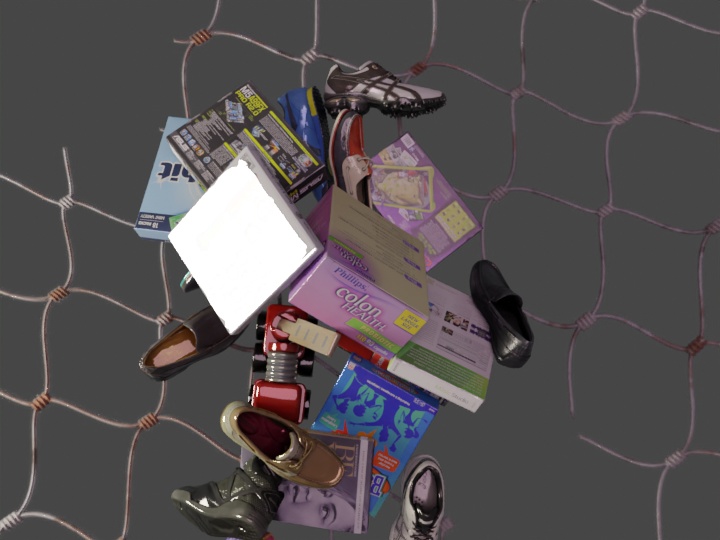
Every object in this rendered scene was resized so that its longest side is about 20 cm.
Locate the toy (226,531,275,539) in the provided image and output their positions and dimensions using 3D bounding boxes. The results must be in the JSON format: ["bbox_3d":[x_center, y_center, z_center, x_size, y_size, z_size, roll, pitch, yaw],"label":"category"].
[{"bbox_3d":[-0.140,0.409,1.281,0.199,0.115,0.047,12,86,-2],"label":"toy"}]

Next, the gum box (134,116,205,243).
[{"bbox_3d":[-0.237,-0.135,1.353,0.169,0.045,0.201,8,68,10],"label":"gum box"}]

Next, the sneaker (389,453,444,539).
[{"bbox_3d":[0.086,0.378,1.315,0.075,0.088,0.201,3,83,-5],"label":"sneaker"}]

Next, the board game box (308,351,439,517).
[{"bbox_3d":[0.005,0.246,1.316,0.152,0.045,0.201,28,104,1],"label":"board game box"}]

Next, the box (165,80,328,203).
[{"bbox_3d":[-0.170,-0.167,1.312,0.160,0.044,0.200,-37,69,-11],"label":"box"}]

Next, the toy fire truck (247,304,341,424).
[{"bbox_3d":[-0.099,0.136,1.281,0.128,0.200,0.177,6,81,-2],"label":"toy fire truck"}]

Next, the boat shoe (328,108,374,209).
[{"bbox_3d":[-0.008,-0.147,1.362,0.062,0.071,0.201,12,109,32],"label":"boat shoe"}]

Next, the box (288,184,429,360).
[{"bbox_3d":[0.000,0.000,1.279,0.176,0.200,0.097,31,118,-19],"label":"box"}]

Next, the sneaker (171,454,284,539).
[{"bbox_3d":[-0.187,0.328,1.291,0.114,0.199,0.076,-50,120,-40],"label":"sneaker"}]

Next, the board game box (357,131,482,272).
[{"bbox_3d":[0.090,-0.109,1.414,0.120,0.032,0.200,-36,85,-10],"label":"board game box"}]

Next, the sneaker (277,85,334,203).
[{"bbox_3d":[-0.086,-0.191,1.404,0.078,0.066,0.201,-13,85,14],"label":"sneaker"}]

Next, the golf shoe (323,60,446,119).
[{"bbox_3d":[0.040,-0.295,1.414,0.199,0.078,0.095,0,82,-4],"label":"golf shoe"}]

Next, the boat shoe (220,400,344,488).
[{"bbox_3d":[-0.105,0.251,1.236,0.199,0.066,0.074,30,76,-14],"label":"boat shoe"}]

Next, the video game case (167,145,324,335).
[{"bbox_3d":[-0.165,-0.040,1.225,0.200,0.024,0.182,-43,74,27],"label":"video game case"}]

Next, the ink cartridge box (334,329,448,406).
[{"bbox_3d":[0.066,0.111,1.344,0.199,0.050,0.109,29,44,0],"label":"ink cartridge box"}]

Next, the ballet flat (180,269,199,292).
[{"bbox_3d":[-0.198,-0.037,1.368,0.073,0.073,0.200,34,79,2],"label":"ballet flat"}]

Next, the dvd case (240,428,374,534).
[{"bbox_3d":[-0.082,0.309,1.309,0.199,0.016,0.150,6,102,8],"label":"dvd case"}]

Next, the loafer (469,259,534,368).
[{"bbox_3d":[0.219,0.055,1.338,0.068,0.071,0.201,9,43,-23],"label":"loafer"}]

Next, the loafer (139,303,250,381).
[{"bbox_3d":[-0.246,0.102,1.342,0.200,0.072,0.073,-38,84,-8],"label":"loafer"}]

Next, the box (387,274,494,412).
[{"bbox_3d":[0.131,0.105,1.320,0.144,0.036,0.200,26,40,-2],"label":"box"}]
